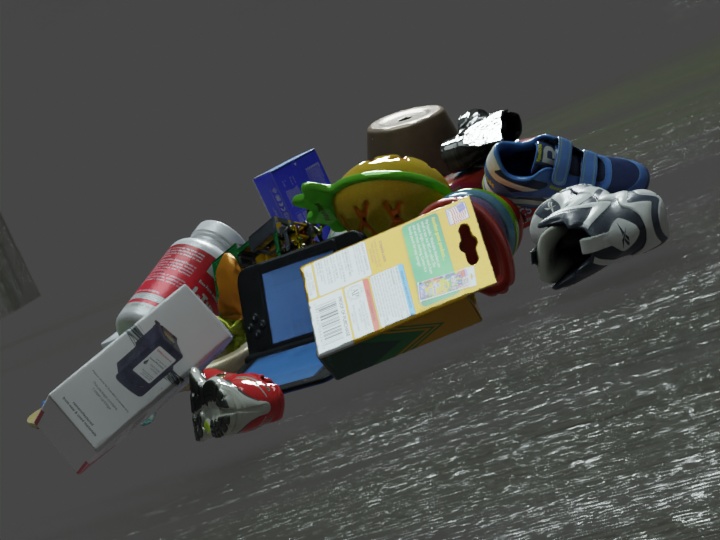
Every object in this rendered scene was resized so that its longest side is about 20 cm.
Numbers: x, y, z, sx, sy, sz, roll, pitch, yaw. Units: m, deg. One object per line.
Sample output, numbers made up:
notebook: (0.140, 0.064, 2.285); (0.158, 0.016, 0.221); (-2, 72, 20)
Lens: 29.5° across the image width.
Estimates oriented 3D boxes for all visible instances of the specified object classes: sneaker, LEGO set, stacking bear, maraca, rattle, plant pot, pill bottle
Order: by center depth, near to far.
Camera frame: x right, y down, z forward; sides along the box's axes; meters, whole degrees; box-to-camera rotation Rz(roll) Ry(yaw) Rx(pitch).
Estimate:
sneaker: (0.206, -0.033, 1.402); (0.129, 0.080, 0.199); (-19, 15, -28)
sneaker: (-0.126, 0.137, 1.402); (0.084, 0.078, 0.200); (-6, 3, -19)
stacking bear: (0.134, -0.039, 1.565); (0.121, 0.114, 0.200); (-8, 7, 21)
sneaker: (0.240, -0.114, 1.615); (0.199, 0.082, 0.074); (2, 59, 11)
maraca: (0.018, -0.080, 1.633); (0.199, 0.137, 0.108); (-4, 60, 21)
rattle: (-0.220, 0.090, 1.675); (0.199, 0.144, 0.130); (-20, 26, -9)
sneaker: (0.170, -0.175, 1.776); (0.104, 0.060, 0.200); (-20, 16, 28)
LEGO set: (-0.101, 0.018, 1.796); (0.115, 0.154, 0.200); (11, -42, -39)
pill bottle: (-0.237, 0.030, 1.867); (0.112, 0.112, 0.200); (-15, 34, 48)
plant pot: (0.087, -0.134, 1.923); (0.199, 0.176, 0.200); (-15, 16, 4)

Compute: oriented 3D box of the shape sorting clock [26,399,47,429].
shape sorting clock: (-0.345, 0.172, 1.819); (0.199, 0.039, 0.200); (-20, 9, 3)

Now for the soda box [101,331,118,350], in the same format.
soda box: (-0.273, 0.094, 1.993); (0.199, 0.068, 0.064); (-22, 9, 18)

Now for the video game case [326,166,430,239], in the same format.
video game case: (0.004, -0.035, 1.776); (0.200, 0.023, 0.183); (-24, 39, 53)

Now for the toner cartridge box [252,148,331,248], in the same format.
toner cartridge box: (-0.063, -0.057, 1.888); (0.043, 0.201, 0.095); (-17, 11, 45)

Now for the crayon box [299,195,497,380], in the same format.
crayon box: (0.044, 0.018, 1.423); (0.199, 0.052, 0.126); (-23, 49, 11)

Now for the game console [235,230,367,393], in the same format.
game console: (-0.085, 0.058, 1.539); (0.199, 0.172, 0.118); (-18, -12, 35)

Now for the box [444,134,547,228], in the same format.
box: (0.166, -0.092, 1.799); (0.199, 0.100, 0.095); (-27, 9, -20)

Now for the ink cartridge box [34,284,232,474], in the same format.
ink cartridge box: (-0.253, 0.121, 1.518); (0.200, 0.084, 0.145); (-41, -1, -26)
